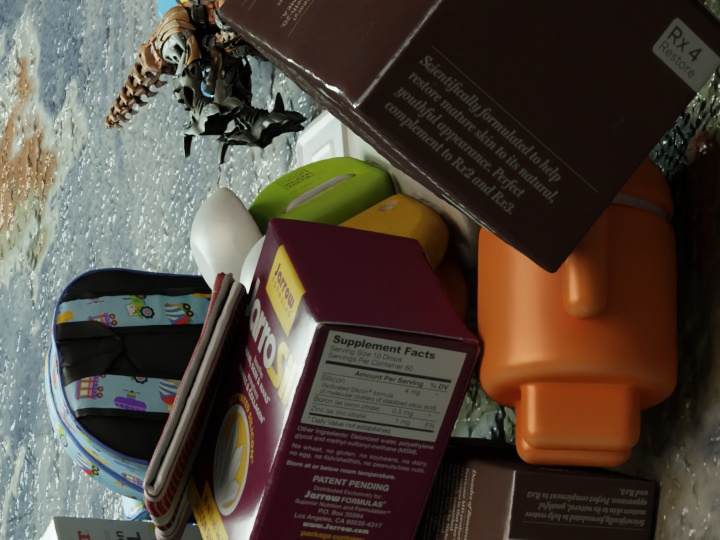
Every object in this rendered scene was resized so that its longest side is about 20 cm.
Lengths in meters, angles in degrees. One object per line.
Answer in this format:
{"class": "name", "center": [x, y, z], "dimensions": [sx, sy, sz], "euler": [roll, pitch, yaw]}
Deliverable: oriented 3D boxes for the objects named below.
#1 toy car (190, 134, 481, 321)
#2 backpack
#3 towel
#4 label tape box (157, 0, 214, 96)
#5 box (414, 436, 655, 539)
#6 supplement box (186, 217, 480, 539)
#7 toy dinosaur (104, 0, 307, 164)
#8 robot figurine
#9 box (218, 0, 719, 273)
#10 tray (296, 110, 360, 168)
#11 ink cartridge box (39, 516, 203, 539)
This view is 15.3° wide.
{"class": "toy car", "center": [0.000, 0.000, 1.754], "dimensions": [0.200, 0.175, 0.150], "euler": [38, 154, 58]}
{"class": "backpack", "center": [-0.138, 0.092, 1.915], "dimensions": [0.135, 0.199, 0.183], "euler": [-49, 44, 47]}
{"class": "towel", "center": [-0.101, 0.088, 1.645], "dimensions": [0.200, 0.023, 0.144], "euler": [94, -164, -76]}
{"class": "label tape box", "center": [-0.099, -0.250, 2.055], "dimensions": [0.143, 0.066, 0.201], "euler": [-122, 34, -50]}
{"class": "box", "center": [0.079, 0.143, 1.601], "dimensions": [0.200, 0.100, 0.075], "euler": [12, 94, 62]}
{"class": "supplement box", "center": [-0.020, 0.091, 1.571], "dimensions": [0.131, 0.103, 0.201], "euler": [-118, 41, -58]}
{"class": "toy dinosaur", "center": [-0.106, -0.158, 1.977], "dimensions": [0.200, 0.102, 0.136], "euler": [-43, 63, 48]}
{"class": "robot figurine", "center": [0.123, 0.009, 1.529], "dimensions": [0.116, 0.144, 0.201], "euler": [-11, 70, 36]}
{"class": "box", "center": [0.059, -0.134, 1.461], "dimensions": [0.164, 0.166, 0.200], "euler": [-51, 31, 0]}
{"class": "tray", "center": [-0.016, -0.031, 1.901], "dimensions": [0.107, 0.022, 0.201], "euler": [-37, 52, 55]}
{"class": "ink cartridge box", "center": [-0.124, 0.255, 1.850], "dimensions": [0.083, 0.199, 0.146], "euler": [-58, 37, 39]}
